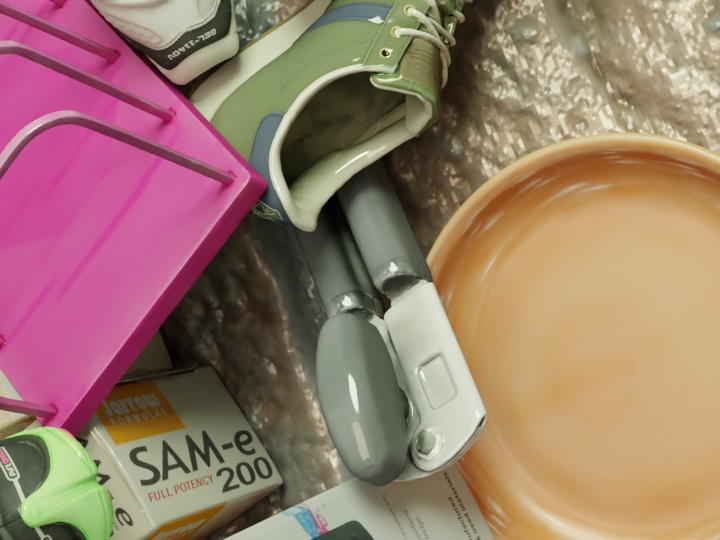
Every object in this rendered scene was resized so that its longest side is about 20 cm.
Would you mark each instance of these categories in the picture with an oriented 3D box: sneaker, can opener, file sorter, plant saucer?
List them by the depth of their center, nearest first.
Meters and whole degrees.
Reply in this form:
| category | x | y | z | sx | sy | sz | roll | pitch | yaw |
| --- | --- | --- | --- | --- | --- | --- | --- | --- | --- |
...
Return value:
| category | x | y | z | sx | sy | sz | roll | pitch | yaw |
| --- | --- | --- | --- | --- | --- | --- | --- | --- | --- |
| sneaker | -0.188 | 0.120 | 0.706 | 0.200 | 0.084 | 0.077 | -34 | 82 | 36 |
| file sorter | -0.169 | -0.055 | 0.711 | 0.139 | 0.125 | 0.200 | -51 | 57 | 11 |
| sneaker | 0.017 | -0.095 | 0.726 | 0.200 | 0.067 | 0.090 | -44 | 45 | 1 |
| plant saucer | 0.115 | 0.042 | 0.740 | 0.199 | 0.037 | 0.202 | 2 | 95 | 24 |
| can opener | 0.000 | 0.000 | 0.742 | 0.053 | 0.066 | 0.201 | -34 | 53 | 21 |
| sneaker | -0.102 | -0.148 | 0.772 | 0.075 | 0.200 | 0.088 | -28 | 125 | 6 |

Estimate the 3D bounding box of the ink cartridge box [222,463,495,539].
| category | x | y | z | sx | sy | sz | roll | pitch | yaw |
| --- | --- | --- | --- | --- | --- | --- | --- | --- | --- |
| ink cartridge box | -0.052 | 0.159 | 0.714 | 0.145 | 0.199 | 0.083 | -34 | 80 | 39 |

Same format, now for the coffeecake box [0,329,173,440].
| category | x | y | z | sx | sy | sz | roll | pitch | yaw |
| --- | --- | --- | --- | --- | --- | --- | --- | --- | --- |
| coffeecake box | -0.215 | 0.019 | 0.862 | 0.199 | 0.073 | 0.154 | -26 | 81 | 23 |

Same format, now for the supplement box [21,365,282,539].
| category | x | y | z | sx | sy | sz | roll | pitch | yaw |
| --- | --- | --- | --- | --- | --- | --- | --- | --- | --- |
| supplement box | -0.151 | 0.133 | 0.813 | 0.200 | 0.126 | 0.074 | -38 | 78 | 21 |

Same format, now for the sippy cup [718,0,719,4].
| category | x | y | z | sx | sy | sz | roll | pitch | yaw |
| --- | --- | --- | --- | --- | --- | --- | --- | --- | --- |
| sippy cup | 0.196 | -0.151 | 0.634 | 0.177 | 0.139 | 0.131 | -24 | 87 | 25 |
